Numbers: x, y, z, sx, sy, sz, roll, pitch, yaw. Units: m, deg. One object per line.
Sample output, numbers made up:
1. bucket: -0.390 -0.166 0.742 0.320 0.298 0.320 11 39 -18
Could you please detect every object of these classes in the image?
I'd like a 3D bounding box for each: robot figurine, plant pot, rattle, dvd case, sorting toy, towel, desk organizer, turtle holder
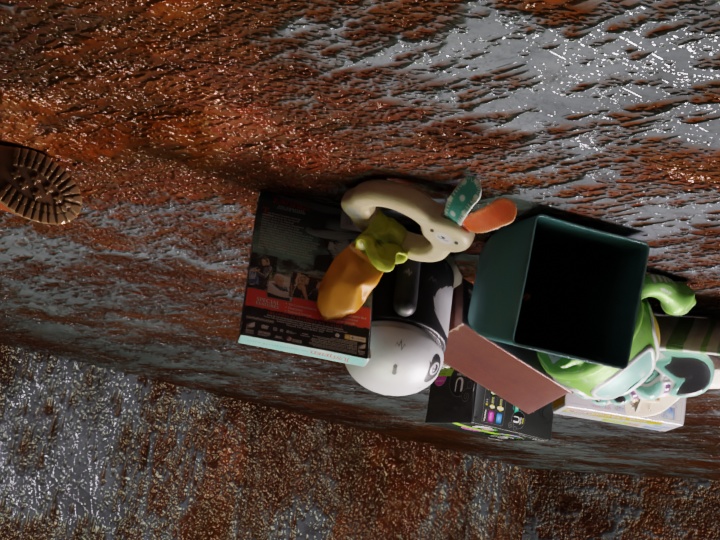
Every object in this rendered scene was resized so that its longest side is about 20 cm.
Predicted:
1. robot figurine: 0.047 0.048 1.516 0.124 0.201 0.150 -13 143 33
2. plant pot: 0.207 0.027 1.471 0.141 0.142 0.200 13 174 -17
3. rattle: 0.051 -0.021 1.351 0.199 0.143 0.131 9 134 41
4. dvd case: -0.055 0.007 1.447 0.145 0.201 0.022 11 144 -10
5. sorting toy: 0.490 0.154 1.936 0.179 0.108 0.200 0 166 9
6. towel: 0.408 0.087 1.708 0.199 0.024 0.152 4 -167 21
7. desk organizer: 0.173 0.100 1.630 0.200 0.072 0.077 32 133 -28
8. turtle holder: 0.310 0.074 1.596 0.132 0.186 0.141 42 167 -34

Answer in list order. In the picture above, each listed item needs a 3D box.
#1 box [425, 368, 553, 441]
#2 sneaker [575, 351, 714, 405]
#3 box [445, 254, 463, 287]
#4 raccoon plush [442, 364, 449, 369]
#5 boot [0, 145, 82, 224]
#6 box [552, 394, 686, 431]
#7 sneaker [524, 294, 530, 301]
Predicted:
1. box: 0.248 0.248 2.448 0.199 0.125 0.148 16 166 -32
2. sneaker: 0.376 0.130 1.752 0.199 0.078 0.140 1 -169 14
3. box: 0.088 0.027 1.705 0.082 0.069 0.200 6 167 15
4. raccoon plush: 0.067 0.115 2.086 0.133 0.097 0.200 -9 159 34
5. boot: -0.423 -0.108 1.498 0.199 0.075 0.107 24 166 -21
6. box: 0.428 0.197 2.135 0.199 0.102 0.113 9 168 1
7. sneaker: 0.255 0.053 1.699 0.199 0.078 0.078 -10 -172 1
